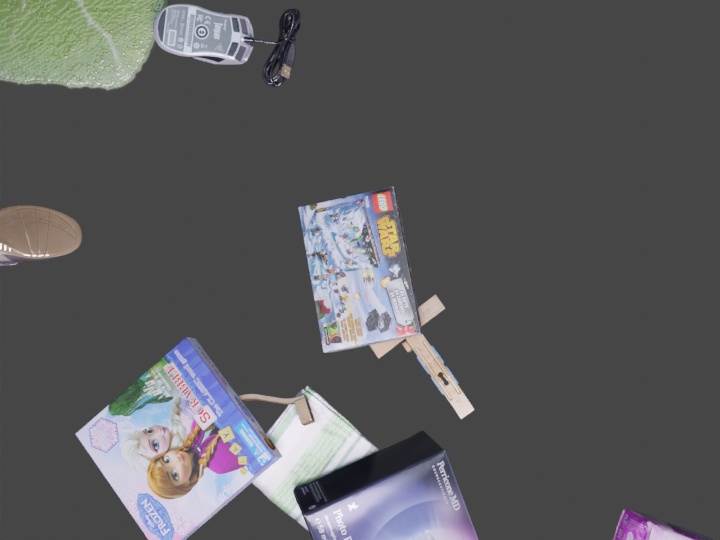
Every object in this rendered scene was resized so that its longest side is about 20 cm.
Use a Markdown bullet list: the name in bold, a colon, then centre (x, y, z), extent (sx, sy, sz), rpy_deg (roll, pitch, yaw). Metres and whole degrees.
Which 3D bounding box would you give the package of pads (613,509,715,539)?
- **package of pads**: centre (0.447, 0.391, 1.274), extent (0.198, 0.121, 0.077), rpy_deg (21, 85, -3)

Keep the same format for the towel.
- **towel**: centre (-0.047, 0.276, 1.298), extent (0.199, 0.031, 0.150), rpy_deg (40, 87, -3)

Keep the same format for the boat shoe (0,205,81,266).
- **boat shoe**: centre (-0.475, -0.041, 1.269), extent (0.197, 0.065, 0.073), rpy_deg (-6, 77, -23)

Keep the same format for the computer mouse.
- **computer mouse**: centre (-0.186, -0.322, 1.319), extent (0.197, 0.044, 0.111), rpy_deg (9, 90, -9)

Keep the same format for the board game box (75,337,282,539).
- **board game box**: centre (-0.238, 0.228, 1.247), extent (0.199, 0.041, 0.201), rpy_deg (-41, 78, 3)

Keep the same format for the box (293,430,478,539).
- **box**: centre (0.043, 0.346, 1.231), extent (0.196, 0.123, 0.202), rpy_deg (-23, 97, -10)

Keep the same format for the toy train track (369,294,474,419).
- **toy train track**: centre (0.089, 0.112, 1.306), extent (0.114, 0.033, 0.201), rpy_deg (-36, 80, 4)

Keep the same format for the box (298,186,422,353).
- **box**: centre (0.000, 0.000, 1.293), extent (0.135, 0.040, 0.203), rpy_deg (-11, 83, 8)

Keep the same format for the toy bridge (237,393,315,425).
- **toy bridge**: centre (-0.162, 0.205, 1.276), extent (0.198, 0.027, 0.068), rpy_deg (-22, 73, 6)
